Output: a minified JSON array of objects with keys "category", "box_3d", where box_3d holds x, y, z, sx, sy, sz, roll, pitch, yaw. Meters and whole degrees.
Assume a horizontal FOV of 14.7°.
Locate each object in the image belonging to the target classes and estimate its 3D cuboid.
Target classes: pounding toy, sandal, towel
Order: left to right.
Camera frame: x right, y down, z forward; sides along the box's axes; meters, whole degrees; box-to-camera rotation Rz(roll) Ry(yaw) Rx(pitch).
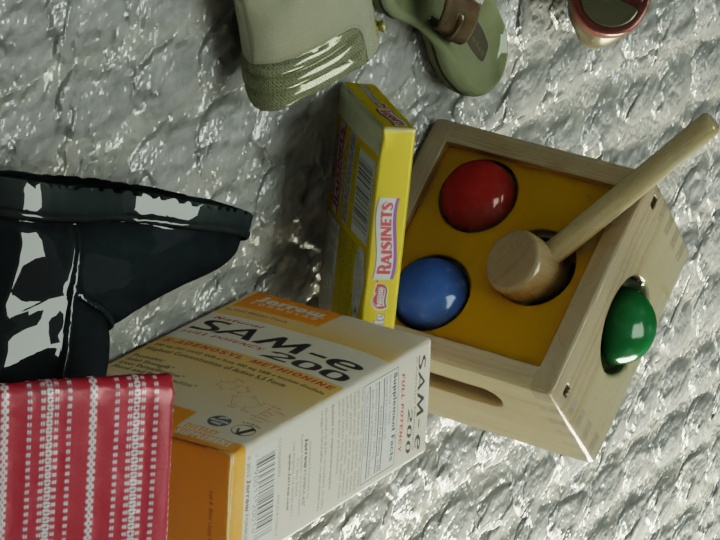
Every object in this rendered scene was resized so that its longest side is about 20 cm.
[{"category":"towel","box_3d":[-0.187,0.121,1.322,0.199,0.022,0.146,-4,110,-23]},{"category":"sandal","box_3d":[0.061,-0.169,1.686,0.201,0.057,0.080,44,66,-58]},{"category":"pounding toy","box_3d":[0.113,-0.005,1.713,0.185,0.199,0.142,-63,149,-18]}]

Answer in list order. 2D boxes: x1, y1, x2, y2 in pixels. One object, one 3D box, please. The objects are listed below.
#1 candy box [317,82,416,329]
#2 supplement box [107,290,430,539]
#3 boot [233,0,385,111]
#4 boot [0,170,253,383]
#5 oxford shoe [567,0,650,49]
[{"category":"candy box","box_3d":[0.000,0.000,1.634,0.102,0.026,0.201,-123,-143,-68]},{"category":"supplement box","box_3d":[-0.065,0.083,1.523,0.200,0.125,0.074,-28,126,-54]},{"category":"boot","box_3d":[-0.012,-0.198,1.530,0.200,0.072,0.155,-48,142,-30]},{"category":"boot","box_3d":[-0.143,0.038,1.409,0.200,0.076,0.169,3,98,-54]},{"category":"oxford shoe","box_3d":[0.172,-0.244,1.860,0.075,0.070,0.201,121,-13,-77]}]
